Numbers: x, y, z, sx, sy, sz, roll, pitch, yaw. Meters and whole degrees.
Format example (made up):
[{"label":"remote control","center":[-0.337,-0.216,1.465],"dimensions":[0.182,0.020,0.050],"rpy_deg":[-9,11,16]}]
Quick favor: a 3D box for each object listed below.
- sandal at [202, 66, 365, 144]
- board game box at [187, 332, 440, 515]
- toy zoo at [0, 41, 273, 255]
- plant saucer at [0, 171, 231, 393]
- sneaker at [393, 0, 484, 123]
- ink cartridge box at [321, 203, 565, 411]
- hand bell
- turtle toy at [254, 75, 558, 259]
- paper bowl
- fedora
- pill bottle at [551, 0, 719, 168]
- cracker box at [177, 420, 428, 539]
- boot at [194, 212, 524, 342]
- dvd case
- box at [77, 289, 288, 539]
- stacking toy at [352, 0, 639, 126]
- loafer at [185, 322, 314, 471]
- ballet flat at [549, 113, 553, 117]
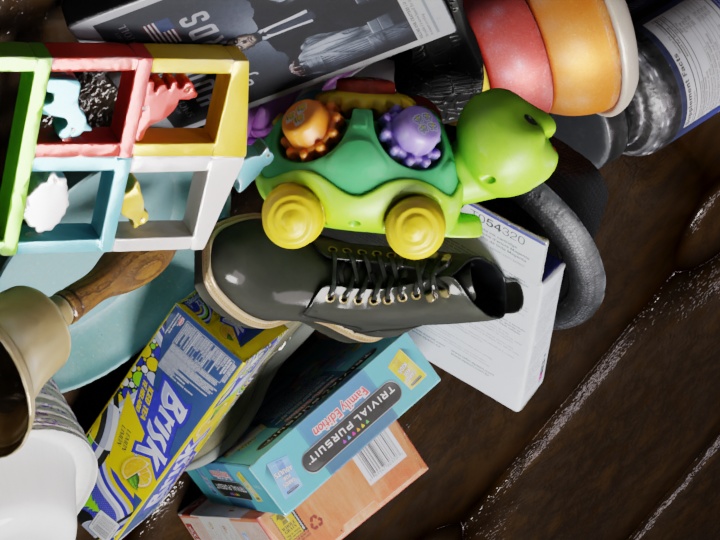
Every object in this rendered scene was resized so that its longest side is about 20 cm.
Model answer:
[{"label":"sandal","center":[-0.026,-0.125,1.352],"dimensions":[0.202,0.050,0.083],"rpy_deg":[-42,153,-12]},{"label":"board game box","center":[-0.042,0.112,1.525],"dimensions":[0.151,0.047,0.200],"rpy_deg":[-40,-170,-17]},{"label":"toy zoo","center":[-0.142,-0.070,1.192],"dimensions":[0.199,0.020,0.132],"rpy_deg":[-3,125,-29]},{"label":"plant saucer","center":[-0.169,-0.008,1.309],"dimensions":[0.199,0.036,0.201],"rpy_deg":[-35,150,-24]},{"label":"sneaker","center":[0.040,-0.188,1.314],"dimensions":[0.060,0.105,0.200],"rpy_deg":[-8,149,5]},{"label":"ink cartridge box","center":[0.049,-0.013,1.449],"dimensions":[0.043,0.196,0.201],"rpy_deg":[-47,158,-33]},{"label":"hand bell","center":[-0.173,0.017,1.234],"dimensions":[0.200,0.104,0.105],"rpy_deg":[-39,155,-46]},{"label":"turtle toy","center":[0.023,-0.068,1.284],"dimensions":[0.146,0.198,0.102],"rpy_deg":[-79,173,-80]},{"label":"paper bowl","center":[-0.257,0.154,1.280],"dimensions":[0.200,0.105,0.201],"rpy_deg":[-26,151,-16]},{"label":"fedora","center":[0.105,-0.049,1.474],"dimensions":[0.092,0.200,0.201],"rpy_deg":[-50,157,-29]},{"label":"pill bottle","center":[0.234,-0.160,1.626],"dimensions":[0.199,0.112,0.112],"rpy_deg":[-31,149,-29]},{"label":"cracker box","center":[-0.049,0.171,1.591],"dimensions":[0.134,0.058,0.200],"rpy_deg":[-37,-172,-22]},{"label":"boot","center":[0.000,0.000,1.346],"dimensions":[0.199,0.138,0.078],"rpy_deg":[10,78,-51]},{"label":"dvd case","center":[-0.055,-0.149,1.202],"dimensions":[0.199,0.025,0.150],"rpy_deg":[-20,154,8]},{"label":"box","center":[-0.135,0.098,1.419],"dimensions":[0.200,0.064,0.070],"rpy_deg":[-52,172,31]},{"label":"stacking toy","center":[0.080,-0.147,1.428],"dimensions":[0.199,0.147,0.147],"rpy_deg":[-23,147,-13]},{"label":"loafer","center":[-0.097,0.056,1.476],"dimensions":[0.069,0.075,0.201],"rpy_deg":[24,107,-46]},{"label":"ballet flat","center":[0.075,-0.059,1.571],"dimensions":[0.200,0.073,0.073],"rpy_deg":[-46,153,-3]}]
